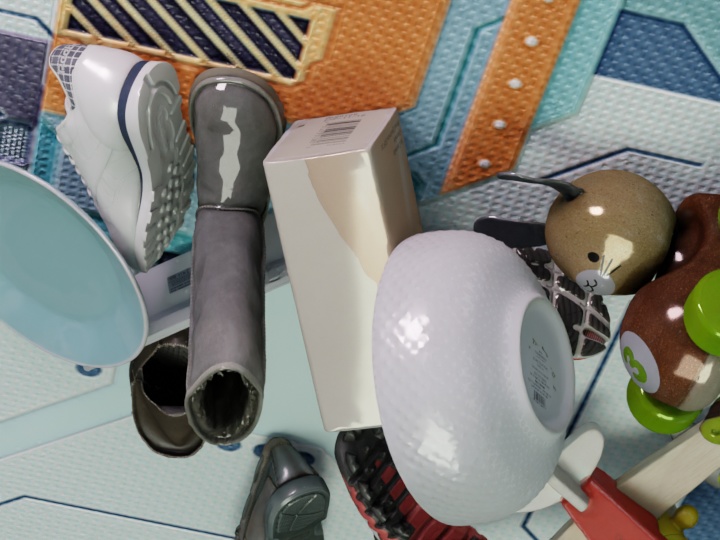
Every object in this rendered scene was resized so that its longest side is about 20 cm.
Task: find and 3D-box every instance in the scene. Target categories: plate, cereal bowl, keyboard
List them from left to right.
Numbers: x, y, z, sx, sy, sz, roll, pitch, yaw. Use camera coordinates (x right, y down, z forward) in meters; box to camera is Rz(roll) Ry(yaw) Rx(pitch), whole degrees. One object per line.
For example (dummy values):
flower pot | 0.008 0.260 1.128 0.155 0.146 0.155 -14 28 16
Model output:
plate | -0.230 -0.011 1.731 0.200 0.026 0.201 25 144 20
keyboard | -0.130 0.015 1.759 0.200 0.056 0.011 -23 150 26
cereal bowl | 0.088 0.068 1.596 0.083 0.201 0.200 -9 138 26

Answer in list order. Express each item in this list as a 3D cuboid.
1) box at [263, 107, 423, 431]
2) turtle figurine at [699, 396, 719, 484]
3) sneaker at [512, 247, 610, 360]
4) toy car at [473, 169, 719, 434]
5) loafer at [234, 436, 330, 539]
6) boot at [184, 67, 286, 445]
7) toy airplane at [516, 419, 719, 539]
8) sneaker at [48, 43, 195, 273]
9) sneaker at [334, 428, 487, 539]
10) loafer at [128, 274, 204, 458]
box | 0.000 0.000 1.638 0.077 0.095 0.201 -7 111 16
turtle figurine | 0.288 0.067 1.710 0.064 0.161 0.200 13 139 20
sneaker | 0.084 0.022 1.748 0.199 0.077 0.085 15 159 -2
toy car | 0.175 -0.006 1.640 0.199 0.158 0.164 24 152 0
loafer | -0.069 0.208 1.998 0.072 0.063 0.200 -15 151 -24
boot | -0.091 -0.010 1.617 0.072 0.200 0.182 3 140 7
toy airplane | 0.210 0.199 1.894 0.199 0.141 0.200 4 103 17
sneaker | -0.166 -0.080 1.659 0.080 0.077 0.200 16 140 14
sneaker | 0.036 0.201 1.944 0.201 0.071 0.098 51 160 -18
loafer | -0.148 0.087 1.841 0.073 0.072 0.200 6 140 2
